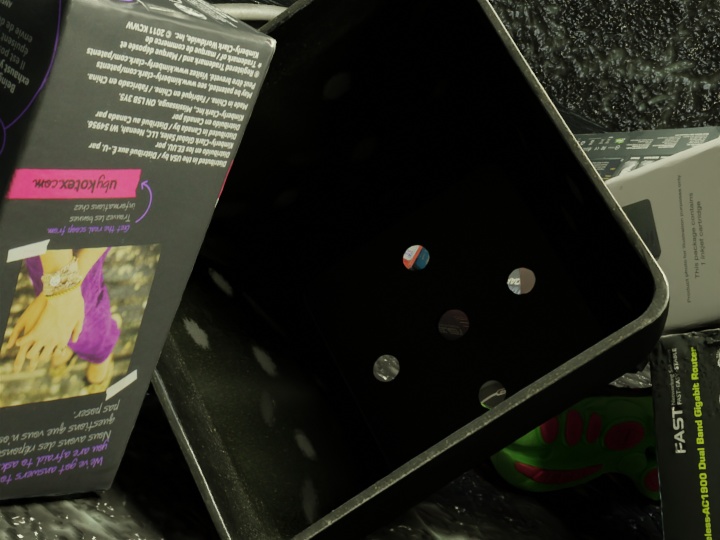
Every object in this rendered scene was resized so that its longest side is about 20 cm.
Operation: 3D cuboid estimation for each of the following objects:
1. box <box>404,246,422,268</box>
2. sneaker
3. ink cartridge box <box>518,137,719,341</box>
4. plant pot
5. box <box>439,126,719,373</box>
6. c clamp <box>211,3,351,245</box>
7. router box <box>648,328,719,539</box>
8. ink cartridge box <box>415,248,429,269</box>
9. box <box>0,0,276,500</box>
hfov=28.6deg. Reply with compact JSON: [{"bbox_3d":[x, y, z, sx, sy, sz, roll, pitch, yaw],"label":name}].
[{"bbox_3d":[-0.031,-0.094,1.105,0.198,0.103,0.095,25,9,-22],"label":"box"},{"bbox_3d":[0.143,0.087,0.847,0.198,0.077,0.084,13,22,-41],"label":"sneaker"},{"bbox_3d":[0.191,-0.007,0.718,0.144,0.085,0.200,2,-10,-25],"label":"ink cartridge box"},{"bbox_3d":[0.019,0.008,0.643,0.201,0.199,0.177,61,9,23],"label":"plant pot"},{"bbox_3d":[0.140,-0.017,0.920,0.051,0.158,0.199,46,-22,-25],"label":"box"},{"bbox_3d":[-0.055,-0.065,0.672,0.169,0.201,0.027,-6,53,-37],"label":"c clamp"},{"bbox_3d":[0.209,0.109,0.691,0.062,0.152,0.199,-8,-10,33],"label":"router box"},{"bbox_3d":[0.133,0.020,1.076,0.115,0.068,0.200,17,16,-24],"label":"ink cartridge box"},{"bbox_3d":[-0.137,-0.026,0.552,0.122,0.202,0.105,34,18,35],"label":"box"}]
